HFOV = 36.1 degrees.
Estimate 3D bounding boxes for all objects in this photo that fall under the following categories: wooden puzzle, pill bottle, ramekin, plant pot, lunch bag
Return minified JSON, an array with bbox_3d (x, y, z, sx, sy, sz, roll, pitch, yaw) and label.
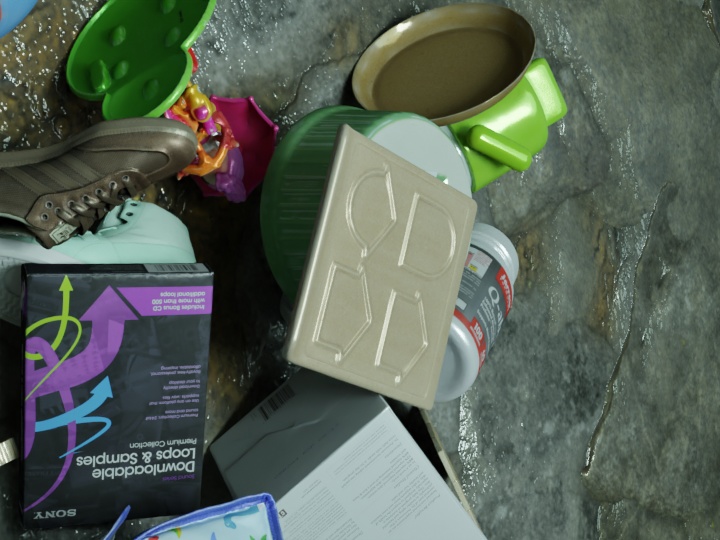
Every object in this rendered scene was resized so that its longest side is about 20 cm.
[{"bbox_3d":[0.014,0.002,0.905,0.199,0.046,0.189,26,75,-47],"label":"wooden puzzle"},{"bbox_3d":[0.097,0.037,1.163,0.117,0.114,0.200,63,35,-19],"label":"pill bottle"},{"bbox_3d":[0.014,-0.050,0.998,0.198,0.097,0.204,-3,94,-45],"label":"ramekin"},{"bbox_3d":[0.088,-0.211,1.153,0.201,0.197,0.028,-58,143,-33],"label":"plant pot"},{"bbox_3d":[-0.164,0.256,0.817,0.197,0.170,0.129,-10,65,-33],"label":"lunch bag"}]

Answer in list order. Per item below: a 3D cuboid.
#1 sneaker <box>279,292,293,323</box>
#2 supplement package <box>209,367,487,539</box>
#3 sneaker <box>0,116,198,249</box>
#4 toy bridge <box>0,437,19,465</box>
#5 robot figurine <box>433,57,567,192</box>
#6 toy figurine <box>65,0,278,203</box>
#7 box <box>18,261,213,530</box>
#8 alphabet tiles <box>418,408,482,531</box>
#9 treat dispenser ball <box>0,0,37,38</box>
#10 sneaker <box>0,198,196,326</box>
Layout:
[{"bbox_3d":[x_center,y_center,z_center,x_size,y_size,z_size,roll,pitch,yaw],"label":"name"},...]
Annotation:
[{"bbox_3d":[0.000,0.000,1.109,0.105,0.075,0.202,48,49,-24],"label":"sneaker"},{"bbox_3d":[-0.007,0.207,0.985,0.151,0.151,0.201,-39,116,-5],"label":"supplement package"},{"bbox_3d":[-0.211,-0.053,0.808,0.071,0.196,0.077,76,1,-71],"label":"sneaker"},{"bbox_3d":[-0.314,0.056,0.807,0.067,0.027,0.204,-25,101,-44],"label":"toy bridge"},{"bbox_3d":[0.121,-0.151,1.186,0.198,0.175,0.117,-32,110,-9],"label":"robot figurine"},{"bbox_3d":[-0.134,-0.127,0.936,0.185,0.149,0.202,52,13,-42],"label":"toy figurine"},{"bbox_3d":[-0.189,0.096,0.850,0.140,0.036,0.204,-1,106,-23],"label":"box"},{"bbox_3d":[0.096,0.212,1.129,0.007,0.200,0.169,-25,107,1],"label":"alphabet tiles"},{"bbox_3d":[-0.301,-0.243,0.736,0.199,0.199,0.205,8,79,-45],"label":"treat dispenser ball"},{"bbox_3d":[-0.227,-0.013,0.895,0.197,0.074,0.119,12,39,-25],"label":"sneaker"}]
